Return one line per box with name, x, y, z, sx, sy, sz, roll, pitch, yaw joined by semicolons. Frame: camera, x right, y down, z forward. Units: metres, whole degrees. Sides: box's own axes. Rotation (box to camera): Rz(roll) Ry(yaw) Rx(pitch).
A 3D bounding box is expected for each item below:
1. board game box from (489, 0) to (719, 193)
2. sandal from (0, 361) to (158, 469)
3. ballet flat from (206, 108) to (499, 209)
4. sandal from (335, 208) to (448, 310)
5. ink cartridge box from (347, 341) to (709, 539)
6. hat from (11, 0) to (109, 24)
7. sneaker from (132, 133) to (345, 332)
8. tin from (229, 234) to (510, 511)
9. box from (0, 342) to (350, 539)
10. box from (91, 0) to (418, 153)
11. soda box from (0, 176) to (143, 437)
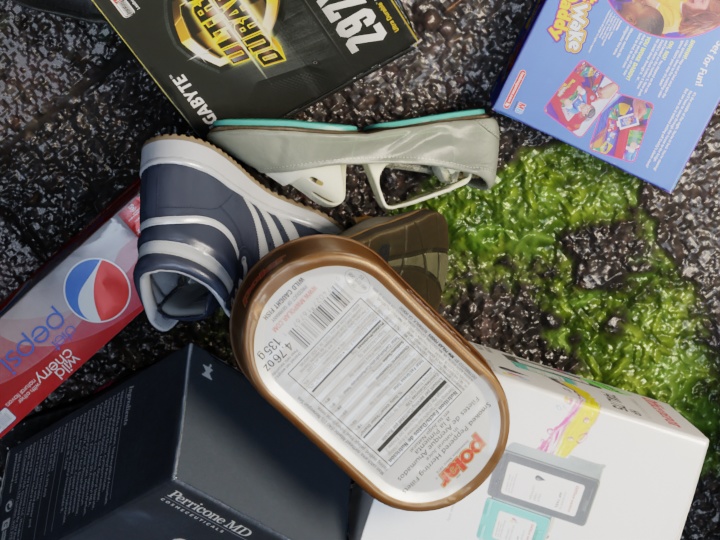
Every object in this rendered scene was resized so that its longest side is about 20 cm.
board game box;0.188;-0.170;1.464;0.134;0.045;0.201;25;106;-6
sandal;-0.160;0.104;1.566;0.199;0.045;0.075;-15;101;21
ballet flat;-0.001;-0.071;1.462;0.199;0.067;0.064;-3;93;-19
sandal;0.000;0.000;1.459;0.054;0.200;0.082;19;108;29
ink cartridge box;0.107;0.140;1.499;0.199;0.147;0.147;17;95;-5
hat;-0.174;-0.242;1.431;0.199;0.081;0.202;0;107;1
sneaker;-0.075;0.002;1.454;0.070;0.109;0.200;-15;148;35
tin;0.007;0.066;1.372;0.112;0.042;0.200;-45;111;6
box;-0.125;0.157;1.483;0.148;0.107;0.200;32;135;-31
box;-0.076;-0.180;1.420;0.159;0.049;0.200;-29;135;8
soda box;-0.195;0.023;1.521;0.200;0.070;0.063;-40;102;13
